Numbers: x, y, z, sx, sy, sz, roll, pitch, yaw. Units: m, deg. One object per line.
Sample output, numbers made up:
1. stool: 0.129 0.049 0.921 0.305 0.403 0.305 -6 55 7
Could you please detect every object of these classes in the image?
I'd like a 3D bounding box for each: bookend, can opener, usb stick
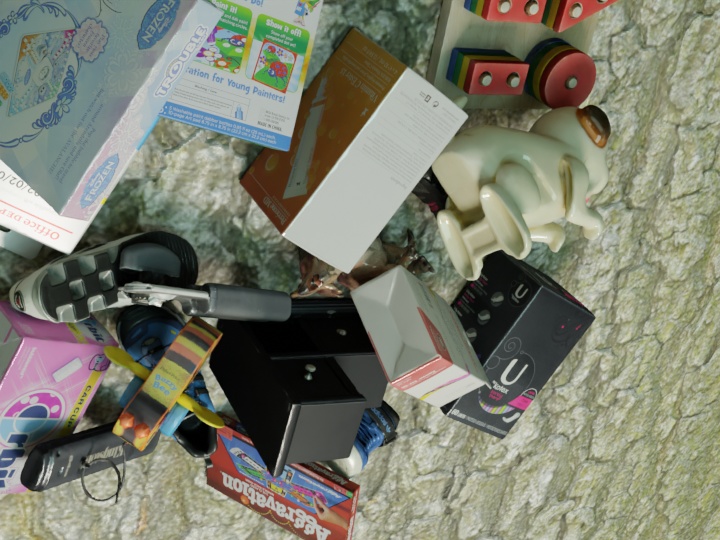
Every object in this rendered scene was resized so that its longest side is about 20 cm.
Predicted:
1. bookend: -0.036 0.119 1.112 0.198 0.200 0.092 1 119 -30
2. can opener: -0.152 0.013 1.017 0.200 0.053 0.067 8 81 -48
3. usb stick: -0.275 0.187 1.065 0.056 0.033 0.200 -62 160 13

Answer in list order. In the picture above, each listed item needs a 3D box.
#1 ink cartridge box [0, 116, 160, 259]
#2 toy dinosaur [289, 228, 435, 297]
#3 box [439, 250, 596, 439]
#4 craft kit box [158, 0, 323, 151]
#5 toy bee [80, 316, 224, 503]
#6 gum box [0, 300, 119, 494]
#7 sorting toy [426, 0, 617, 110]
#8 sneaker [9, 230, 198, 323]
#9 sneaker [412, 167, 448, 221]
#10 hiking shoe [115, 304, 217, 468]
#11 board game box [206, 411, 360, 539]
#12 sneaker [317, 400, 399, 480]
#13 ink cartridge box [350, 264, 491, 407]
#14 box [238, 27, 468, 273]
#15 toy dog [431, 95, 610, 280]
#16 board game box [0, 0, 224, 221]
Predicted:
1. ink cartridge box: -0.286 -0.095 0.916 0.115 0.068 0.200 28 103 -38
2. toy dinosaur: 0.000 0.000 1.140 0.135 0.086 0.200 -37 148 9
3. box: 0.176 0.093 1.279 0.122 0.106 0.200 25 104 -39
4. craft kit box: -0.131 -0.224 0.895 0.199 0.048 0.198 12 96 -38
5. toy bee: -0.196 0.135 0.988 0.130 0.109 0.201 13 79 -7
6. gum box: -0.342 0.135 1.013 0.113 0.066 0.200 12 113 -52
7. sorting toy: 0.185 -0.261 1.082 0.198 0.070 0.201 -4 121 -28
8. sneaker: -0.253 0.004 1.006 0.200 0.088 0.074 -12 97 -48
9. sneaker: 0.099 -0.090 1.131 0.077 0.084 0.200 -46 131 3
10. hiking shoe: -0.196 0.118 1.092 0.074 0.087 0.200 -30 130 -10
11. board game box: -0.094 0.248 1.174 0.019 0.199 0.103 -35 140 -50
12. sneaker: -0.003 0.189 1.205 0.111 0.077 0.200 -34 175 -15
13. ink cartridge box: 0.073 0.082 1.137 0.067 0.117 0.200 -30 154 13
14. box: -0.010 -0.121 1.023 0.097 0.124 0.200 30 101 -39
15. toy dog: 0.178 -0.103 1.080 0.199 0.194 0.140 -25 169 -28
16. board game box: -0.238 -0.178 0.810 0.200 0.199 0.043 -54 159 10
